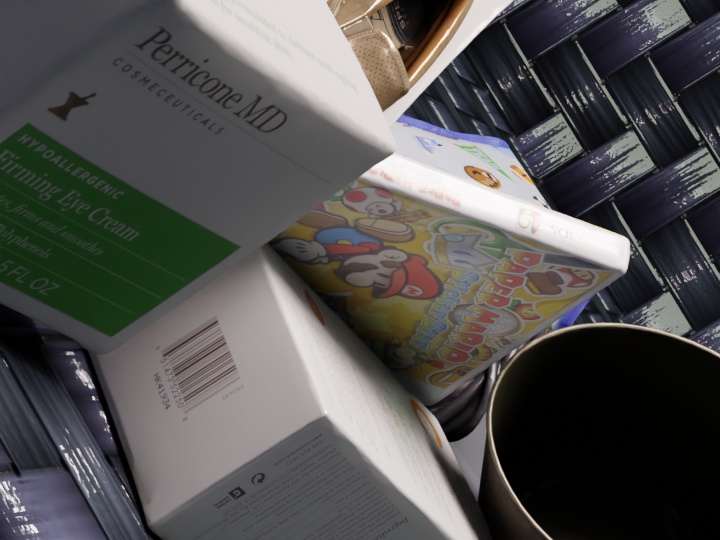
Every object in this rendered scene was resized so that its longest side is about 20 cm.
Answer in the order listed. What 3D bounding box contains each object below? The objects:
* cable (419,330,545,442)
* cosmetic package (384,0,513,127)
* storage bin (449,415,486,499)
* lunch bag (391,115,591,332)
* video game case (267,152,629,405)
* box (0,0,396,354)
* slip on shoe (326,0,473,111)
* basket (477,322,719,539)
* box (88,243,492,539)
[{"bbox_3d":[0.010,0.023,1.587,0.200,0.163,0.051,-126,-163,-48],"label":"cable"},{"bbox_3d":[-0.056,-0.163,1.619,0.165,0.165,0.200,54,-23,-24],"label":"cosmetic package"},{"bbox_3d":[0.047,0.102,1.667,0.200,0.145,0.134,53,21,-24],"label":"storage bin"},{"bbox_3d":[0.014,-0.015,1.806,0.199,0.124,0.170,15,24,-30],"label":"lunch bag"},{"bbox_3d":[0.000,0.000,1.409,0.181,0.200,0.023,19,62,-20],"label":"video game case"},{"bbox_3d":[-0.128,-0.107,1.245,0.199,0.171,0.200,31,27,-58],"label":"box"},{"bbox_3d":[-0.007,-0.099,1.464,0.200,0.060,0.076,-47,129,-44],"label":"slip on shoe"},{"bbox_3d":[0.126,0.135,1.507,0.180,0.136,0.200,29,-27,3],"label":"basket"},{"bbox_3d":[-0.027,0.092,1.398,0.200,0.097,0.125,47,14,-48],"label":"box"}]
